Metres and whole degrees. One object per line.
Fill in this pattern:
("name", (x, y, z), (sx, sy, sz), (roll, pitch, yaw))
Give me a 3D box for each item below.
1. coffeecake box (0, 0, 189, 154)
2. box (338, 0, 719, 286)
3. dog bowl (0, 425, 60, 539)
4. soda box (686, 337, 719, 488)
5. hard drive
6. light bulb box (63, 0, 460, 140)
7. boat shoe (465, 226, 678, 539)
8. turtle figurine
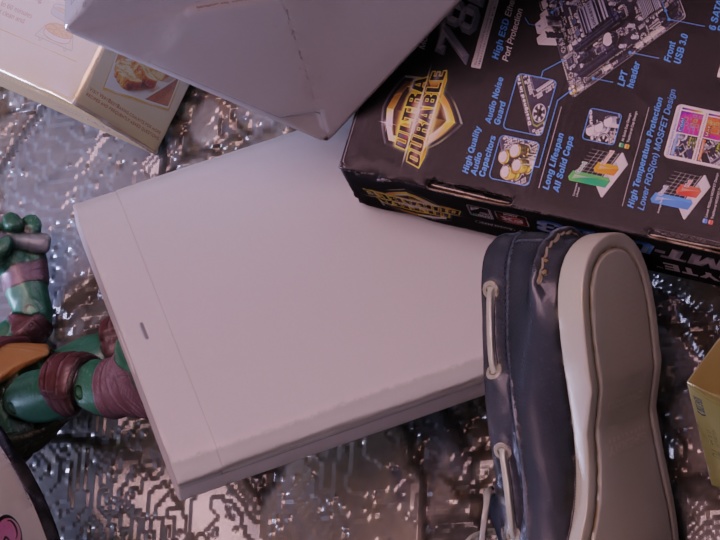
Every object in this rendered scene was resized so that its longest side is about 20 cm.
("coffeecake box", (-0.121, -0.176, 1.271), (0.153, 0.073, 0.201), (24, 86, 32))
("box", (0.113, -0.103, 1.102), (0.198, 0.050, 0.201), (12, 75, 16))
("dog bowl", (-0.217, 0.120, 1.136), (0.199, 0.074, 0.201), (15, 121, 27))
("soda box", (0.200, -0.002, 1.008), (0.064, 0.068, 0.200), (24, 63, 31))
("hard drive", (0.000, 0.000, 1.126), (0.199, 0.026, 0.132), (-19, 63, -9))
("light bulb box", (-0.012, -0.197, 1.077), (0.198, 0.124, 0.201), (-44, 35, 38))
("boat shoe", (0.075, 0.084, 1.068), (0.062, 0.075, 0.201), (2, 102, 38))
("turtle figurine", (-0.159, 0.037, 1.214), (0.199, 0.101, 0.150), (-5, 32, 25))
